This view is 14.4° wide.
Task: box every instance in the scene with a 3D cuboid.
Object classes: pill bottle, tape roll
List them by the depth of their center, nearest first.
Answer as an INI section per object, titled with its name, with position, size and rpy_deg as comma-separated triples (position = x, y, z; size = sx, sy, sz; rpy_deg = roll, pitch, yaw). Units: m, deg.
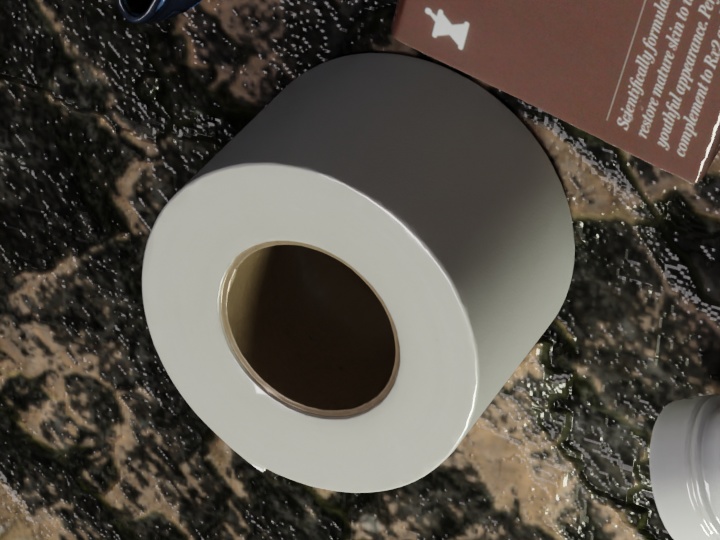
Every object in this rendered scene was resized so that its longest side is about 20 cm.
[pill bottle]
position = 0.256, 0.095, 1.485
size = 0.199, 0.111, 0.112
rpy_deg = -11, 113, 33
[tape roll]
position = 0.000, 0.000, 1.553
size = 0.202, 0.139, 0.204
rpy_deg = 15, 126, 21

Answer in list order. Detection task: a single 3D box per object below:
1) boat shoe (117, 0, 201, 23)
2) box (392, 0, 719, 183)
[boat shoe]
position = -0.093, -0.220, 1.513
size = 0.084, 0.069, 0.201
rpy_deg = 14, 122, 22
[box]
position = 0.141, -0.183, 1.311
size = 0.164, 0.200, 0.166
rpy_deg = 27, 135, 12
